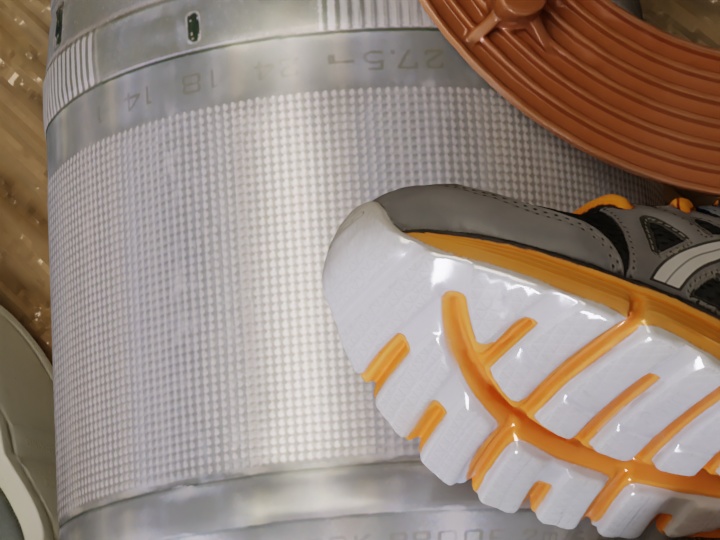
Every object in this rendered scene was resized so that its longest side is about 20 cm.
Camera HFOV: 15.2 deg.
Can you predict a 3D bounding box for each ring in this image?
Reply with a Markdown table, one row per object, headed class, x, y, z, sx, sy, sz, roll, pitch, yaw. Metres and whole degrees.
| class | x | y | z | sx | sy | sz | roll | pitch | yaw |
| --- | --- | --- | --- | --- | --- | --- | --- | --- | --- |
| ring | 0.096 | -0.115 | 0.643 | 0.200 | 0.019 | 0.201 | 2 | 78 | -9 |

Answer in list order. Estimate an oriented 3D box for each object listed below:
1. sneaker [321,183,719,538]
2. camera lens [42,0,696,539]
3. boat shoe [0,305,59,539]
| class | x | y | z | sx | sy | sz | roll | pitch | yaw |
| --- | --- | --- | --- | --- | --- | --- | --- | --- | --- |
| sneaker | 0.083 | 0.015 | 0.601 | 0.078 | 0.200 | 0.077 | -43 | 36 | 49 |
| camera lens | 0.000 | 0.000 | 0.694 | 0.160 | 0.160 | 0.201 | -9 | 75 | 22 |
| boat shoe | -0.097 | 0.096 | 0.761 | 0.062 | 0.073 | 0.200 | -39 | 56 | 17 |
